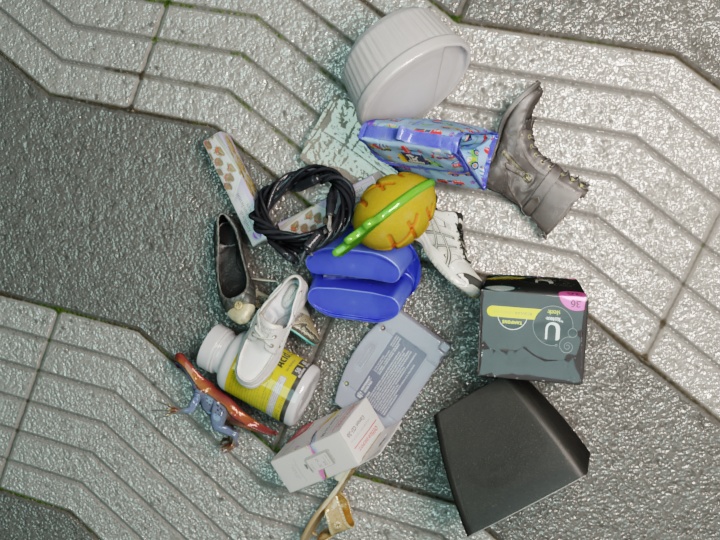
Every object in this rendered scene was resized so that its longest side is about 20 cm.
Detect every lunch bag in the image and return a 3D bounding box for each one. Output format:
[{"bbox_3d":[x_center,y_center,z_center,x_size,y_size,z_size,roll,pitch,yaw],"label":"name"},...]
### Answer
[{"bbox_3d":[0.098,-0.186,1.047,0.149,0.199,0.096,14,95,25],"label":"lunch bag"}]

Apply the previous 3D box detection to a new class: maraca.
[{"bbox_3d":[0.037,-0.079,1.076,0.107,0.199,0.137,51,146,6],"label":"maraca"}]

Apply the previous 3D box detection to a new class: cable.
[{"bbox_3d":[-0.098,-0.107,1.160,0.164,0.051,0.200,-48,47,-1],"label":"cable"}]

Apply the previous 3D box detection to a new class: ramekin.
[{"bbox_3d":[0.063,-0.310,1.100,0.201,0.202,0.095,-36,75,13],"label":"ramekin"}]

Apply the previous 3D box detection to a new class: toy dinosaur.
[{"bbox_3d":[-0.261,0.223,1.276,0.197,0.105,0.184,-16,96,0],"label":"toy dinosaur"}]

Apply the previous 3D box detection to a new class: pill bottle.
[{"bbox_3d":[-0.178,0.174,1.239,0.198,0.111,0.113,26,100,9],"label":"pill bottle"}]

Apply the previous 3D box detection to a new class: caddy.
[{"bbox_3d":[0.000,0.000,1.187,0.197,0.105,0.143,7,119,13],"label":"caddy"}]

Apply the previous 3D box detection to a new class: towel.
[{"bbox_3d":[0.004,-0.191,1.202,0.199,0.034,0.133,36,103,6],"label":"towel"}]

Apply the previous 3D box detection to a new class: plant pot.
[{"bbox_3d":[0.225,0.267,1.124,0.198,0.200,0.179,-32,75,14],"label":"plant pot"}]

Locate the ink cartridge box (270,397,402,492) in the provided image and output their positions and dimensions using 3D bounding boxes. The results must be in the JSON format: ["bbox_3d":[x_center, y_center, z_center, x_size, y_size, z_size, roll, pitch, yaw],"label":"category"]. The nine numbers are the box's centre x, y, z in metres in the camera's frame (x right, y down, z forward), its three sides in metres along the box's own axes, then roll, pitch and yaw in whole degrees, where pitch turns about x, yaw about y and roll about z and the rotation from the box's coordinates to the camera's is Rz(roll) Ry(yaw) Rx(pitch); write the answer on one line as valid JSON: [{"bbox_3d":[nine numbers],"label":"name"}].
[{"bbox_3d":[-0.038,0.282,1.188,0.199,0.116,0.068,-29,96,29],"label":"ink cartridge box"}]

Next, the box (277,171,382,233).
[{"bbox_3d":[-0.047,-0.104,1.196,0.198,0.041,0.039,-24,99,27],"label":"box"}]

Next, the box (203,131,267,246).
[{"bbox_3d":[-0.208,-0.141,1.244,0.038,0.041,0.202,-26,88,14],"label":"box"}]

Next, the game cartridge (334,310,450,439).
[{"bbox_3d":[0.047,0.171,1.226,0.132,0.041,0.201,34,102,4],"label":"game cartridge"}]

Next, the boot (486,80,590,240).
[{"bbox_3d":[0.283,-0.172,1.126,0.173,0.069,0.202,32,112,8],"label":"boot"}]

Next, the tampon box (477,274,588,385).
[{"bbox_3d":[0.257,0.081,1.084,0.147,0.200,0.129,3,96,12],"label":"tampon box"}]

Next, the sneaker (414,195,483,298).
[{"bbox_3d":[0.139,-0.049,1.144,0.087,0.076,0.201,-41,68,6],"label":"sneaker"}]

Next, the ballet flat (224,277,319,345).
[{"bbox_3d":[-0.149,0.057,1.249,0.198,0.068,0.076,24,85,12],"label":"ballet flat"}]

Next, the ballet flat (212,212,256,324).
[{"bbox_3d":[-0.223,-0.003,1.226,0.065,0.057,0.203,-17,68,0],"label":"ballet flat"}]

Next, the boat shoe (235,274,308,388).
[{"bbox_3d":[-0.150,0.093,1.169,0.070,0.069,0.202,24,78,6],"label":"boat shoe"}]

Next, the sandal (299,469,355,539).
[{"bbox_3d":[-0.035,0.417,1.247,0.069,0.078,0.214,29,96,14],"label":"sandal"}]
